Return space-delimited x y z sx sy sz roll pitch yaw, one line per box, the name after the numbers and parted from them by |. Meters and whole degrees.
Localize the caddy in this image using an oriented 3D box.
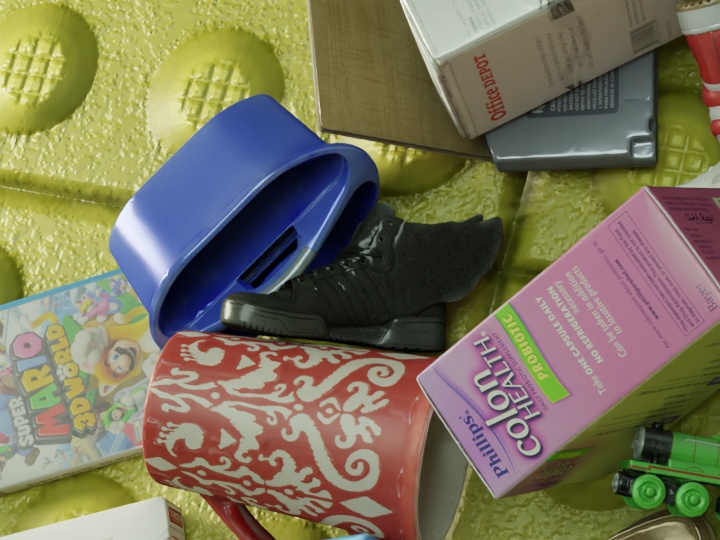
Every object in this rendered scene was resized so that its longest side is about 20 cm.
-0.077 -0.024 1.687 0.200 0.141 0.105 -45 60 5 | caddy

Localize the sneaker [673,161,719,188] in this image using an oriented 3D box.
0.282 -0.067 1.629 0.200 0.076 0.115 -7 53 21 | sneaker

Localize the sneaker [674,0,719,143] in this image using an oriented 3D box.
0.283 -0.146 1.613 0.071 0.200 0.113 -9 100 40 | sneaker

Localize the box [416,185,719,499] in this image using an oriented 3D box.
0.168 0.043 1.522 0.200 0.176 0.097 -42 72 24 | box

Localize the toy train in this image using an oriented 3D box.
0.260 0.138 1.526 0.200 0.042 0.056 11 84 -4 | toy train

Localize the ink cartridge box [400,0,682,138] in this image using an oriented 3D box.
0.132 -0.186 1.623 0.200 0.146 0.085 -28 69 1 | ink cartridge box

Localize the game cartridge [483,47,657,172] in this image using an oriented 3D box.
0.145 -0.166 1.711 0.133 0.041 0.200 0 71 8 | game cartridge

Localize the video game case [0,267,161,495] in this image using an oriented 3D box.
-0.233 0.085 1.774 0.200 0.018 0.143 -17 67 14 | video game case

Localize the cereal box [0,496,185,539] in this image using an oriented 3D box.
-0.185 0.271 1.679 0.144 0.040 0.200 -16 67 14 | cereal box

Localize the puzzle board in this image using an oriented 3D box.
0.025 -0.178 1.720 0.017 0.151 0.200 -35 54 51 | puzzle board

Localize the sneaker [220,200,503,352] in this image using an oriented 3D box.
0.001 0.000 1.650 0.200 0.060 0.104 7 86 -24 | sneaker

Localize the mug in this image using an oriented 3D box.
-0.041 0.128 1.616 0.200 0.133 0.178 9 79 16 | mug

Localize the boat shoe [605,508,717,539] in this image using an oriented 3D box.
0.146 0.222 1.564 0.200 0.065 0.071 -38 64 4 | boat shoe

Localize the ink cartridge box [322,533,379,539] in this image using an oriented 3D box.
-0.043 0.234 1.577 0.200 0.116 0.068 -13 54 37 | ink cartridge box
